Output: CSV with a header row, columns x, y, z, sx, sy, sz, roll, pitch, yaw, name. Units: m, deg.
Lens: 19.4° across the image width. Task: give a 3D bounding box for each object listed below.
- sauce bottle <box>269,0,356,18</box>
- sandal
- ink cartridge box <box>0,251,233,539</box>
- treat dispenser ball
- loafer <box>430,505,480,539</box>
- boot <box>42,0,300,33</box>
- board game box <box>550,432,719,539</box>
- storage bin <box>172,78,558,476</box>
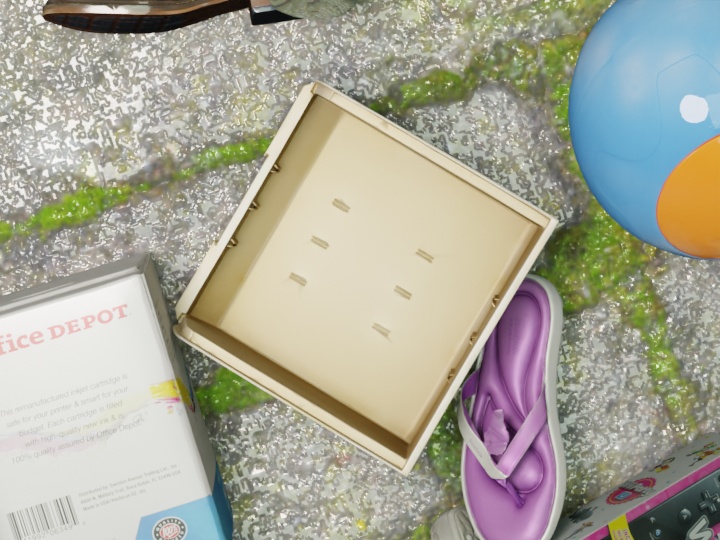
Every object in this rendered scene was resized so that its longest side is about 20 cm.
x,y,z,sx,sy,sz,roll,pitch,yaw,name
-0.029,-0.271,1.426,0.064,0.065,0.201,4,72,-4,sauce bottle
0.099,0.099,1.476,0.082,0.050,0.204,-9,71,34,sandal
-0.185,0.107,1.442,0.146,0.146,0.201,-16,97,-1,ink cartridge box
0.239,-0.107,1.416,0.200,0.201,0.202,0,96,-3,treat dispenser ball
0.086,0.270,1.515,0.070,0.070,0.201,-21,84,30,loafer
-0.123,-0.218,1.455,0.199,0.075,0.097,-5,87,-12,boot
0.213,0.226,1.496,0.199,0.064,0.148,-29,98,-17,board game box
0.000,0.000,1.459,0.198,0.094,0.201,31,94,2,storage bin
